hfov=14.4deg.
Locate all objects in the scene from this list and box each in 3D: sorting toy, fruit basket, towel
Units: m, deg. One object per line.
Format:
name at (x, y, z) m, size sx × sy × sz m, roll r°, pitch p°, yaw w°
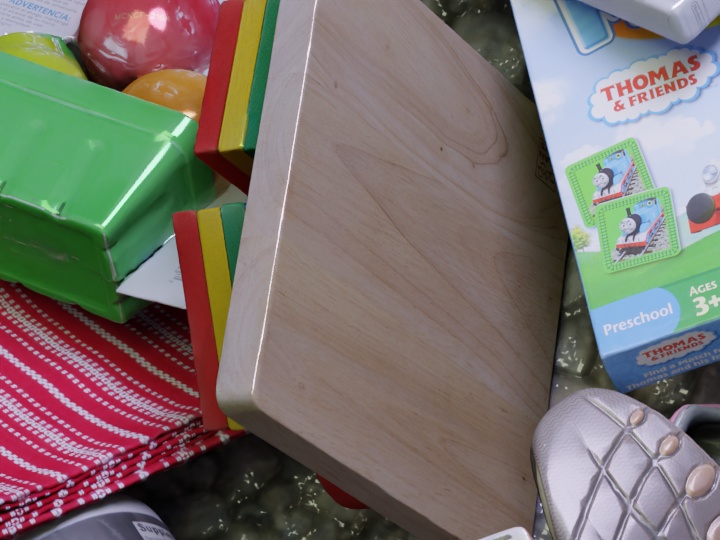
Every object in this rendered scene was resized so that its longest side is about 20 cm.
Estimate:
sorting toy at (0.000, 0.000, 1.135) m, size 0.069 × 0.200 × 0.200 m, roll -7°, pitch 62°, yaw 32°
fruit basket at (-0.099, -0.073, 1.223) m, size 0.185 × 0.094 × 0.200 m, roll 19°, pitch 47°, yaw 20°
towel at (-0.123, 0.041, 1.180) m, size 0.200 × 0.023 × 0.144 m, roll -23°, pitch 43°, yaw -38°

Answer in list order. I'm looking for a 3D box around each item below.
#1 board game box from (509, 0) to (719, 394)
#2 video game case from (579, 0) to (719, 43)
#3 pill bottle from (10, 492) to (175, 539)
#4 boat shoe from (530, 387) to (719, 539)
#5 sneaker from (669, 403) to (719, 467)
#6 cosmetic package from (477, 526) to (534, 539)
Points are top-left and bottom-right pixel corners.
board game box at (0.146, -0.066, 1.110) m, size 0.151 × 0.037 × 0.201 m, roll -19°, pitch 56°, yaw 11°
video game case at (0.122, -0.184, 1.161) m, size 0.182 × 0.023 × 0.200 m, roll -44°, pitch 42°, yaw -16°
pill bottle at (-0.106, 0.160, 1.137) m, size 0.111 × 0.111 × 0.200 m, roll -37°, pitch 60°, yaw -1°
boat shoe at (0.123, 0.139, 1.068) m, size 0.074 × 0.073 × 0.200 m, roll -28°, pitch 78°, yaw -20°
sneaker at (0.201, 0.102, 1.078) m, size 0.199 × 0.082 × 0.070 m, roll 14°, pitch 69°, yaw 23°
cosmetic package at (0.052, 0.178, 1.024) m, size 0.103 × 0.200 × 0.087 m, roll -23°, pitch 59°, yaw 5°
